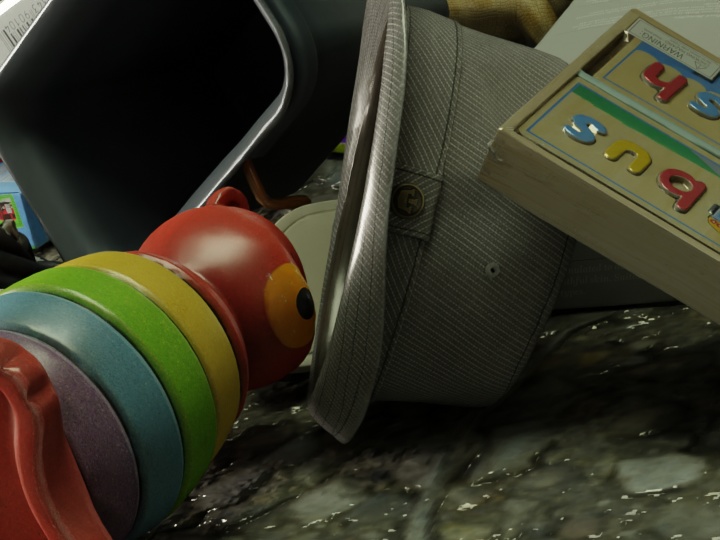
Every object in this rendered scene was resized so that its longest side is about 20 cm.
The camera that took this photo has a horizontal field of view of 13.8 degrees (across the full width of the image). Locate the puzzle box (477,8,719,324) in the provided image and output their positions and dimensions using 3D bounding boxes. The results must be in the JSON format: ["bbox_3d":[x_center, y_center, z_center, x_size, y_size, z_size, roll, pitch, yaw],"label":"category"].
[{"bbox_3d":[0.156,-0.019,1.115,0.200,0.025,0.133,31,36,12],"label":"puzzle box"}]

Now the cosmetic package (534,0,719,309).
[{"bbox_3d":[0.123,-0.059,1.323,0.107,0.090,0.200,-4,25,24],"label":"cosmetic package"}]

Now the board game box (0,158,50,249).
[{"bbox_3d":[-0.214,-0.053,1.601,0.200,0.037,0.151,0,24,32],"label":"board game box"}]

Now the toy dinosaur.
[{"bbox_3d":[0.081,-0.128,1.500,0.058,0.101,0.200,-1,18,46],"label":"toy dinosaur"}]

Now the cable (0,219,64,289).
[{"bbox_3d":[-0.199,-0.026,1.363,0.200,0.163,0.051,10,70,60],"label":"cable"}]

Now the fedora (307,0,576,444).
[{"bbox_3d":[0.037,-0.027,1.180,0.090,0.201,0.177,10,-14,-4],"label":"fedora"}]

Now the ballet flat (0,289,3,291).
[{"bbox_3d":[-0.153,0.042,1.268,0.200,0.072,0.072,4,26,41],"label":"ballet flat"}]

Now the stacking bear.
[{"bbox_3d":[-0.089,0.040,1.135,0.114,0.122,0.200,-6,22,39],"label":"stacking bear"}]

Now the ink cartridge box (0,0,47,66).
[{"bbox_3d":[-0.137,-0.138,1.555,0.198,0.043,0.200,-31,4,44],"label":"ink cartridge box"}]

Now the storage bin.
[{"bbox_3d":[-0.053,-0.088,1.385,0.134,0.146,0.200,-20,-19,-43],"label":"storage bin"}]

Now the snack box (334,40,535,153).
[{"bbox_3d":[0.006,-0.126,1.605,0.168,0.068,0.200,-29,26,-35],"label":"snack box"}]

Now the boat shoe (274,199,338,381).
[{"bbox_3d":[0.000,0.000,1.314,0.200,0.073,0.063,-44,-8,-46],"label":"boat shoe"}]
